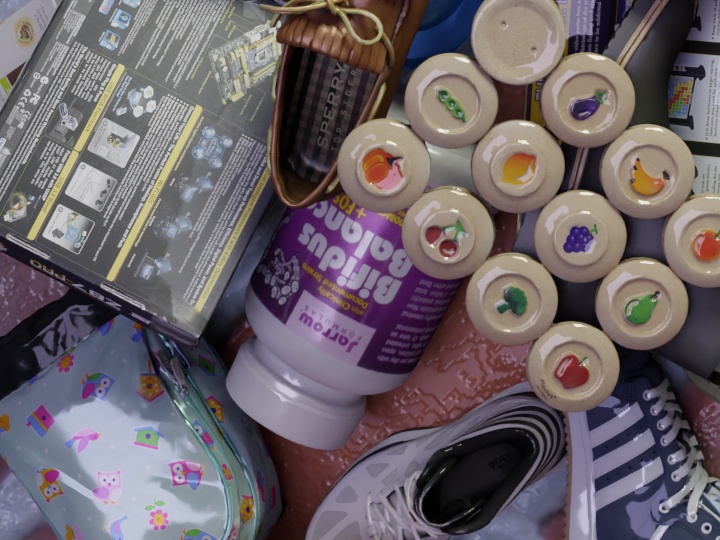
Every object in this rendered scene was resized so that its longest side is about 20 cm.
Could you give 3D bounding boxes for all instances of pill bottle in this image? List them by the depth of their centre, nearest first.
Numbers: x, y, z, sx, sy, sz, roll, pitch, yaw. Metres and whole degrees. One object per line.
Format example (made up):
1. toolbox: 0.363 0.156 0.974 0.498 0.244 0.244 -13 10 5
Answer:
1. pill bottle: 0.000 0.000 1.427 0.112 0.112 0.201 33 108 16

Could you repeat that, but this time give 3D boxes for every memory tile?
1. memory tile: 0.099 -0.036 1.286 0.153 0.017 0.200 -42 97 12

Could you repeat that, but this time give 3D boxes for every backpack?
1. backpack: -0.140 0.108 1.494 0.167 0.127 0.201 -35 86 20

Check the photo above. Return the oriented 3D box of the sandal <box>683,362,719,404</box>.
1. sandal: 0.270 0.075 1.352 0.200 0.057 0.080 29 108 16

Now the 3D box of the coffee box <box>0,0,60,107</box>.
1. coffee box: -0.220 -0.091 1.507 0.199 0.114 0.080 -32 86 23

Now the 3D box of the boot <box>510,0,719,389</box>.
1. boot: 0.173 -0.048 1.320 0.138 0.077 0.201 25 110 7

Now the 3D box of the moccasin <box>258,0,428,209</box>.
1. moccasin: -0.012 -0.126 1.290 0.073 0.078 0.202 25 121 9

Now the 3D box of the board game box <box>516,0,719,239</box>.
1. board game box: 0.177 -0.098 1.370 0.164 0.057 0.201 8 101 24

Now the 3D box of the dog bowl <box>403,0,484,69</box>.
1. dog bowl: 0.052 -0.213 1.410 0.111 0.050 0.201 32 109 16

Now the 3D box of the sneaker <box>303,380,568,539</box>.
1. sneaker: 0.030 0.131 1.430 0.200 0.115 0.076 -34 84 23

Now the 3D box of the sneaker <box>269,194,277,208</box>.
1. sneaker: -0.089 -0.069 1.478 0.200 0.067 0.090 -35 78 20

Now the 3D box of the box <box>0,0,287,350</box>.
1. box: -0.119 -0.080 1.390 0.160 0.049 0.201 26 76 -1

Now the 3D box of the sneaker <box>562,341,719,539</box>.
1. sneaker: 0.174 0.102 1.389 0.108 0.070 0.201 7 107 27
